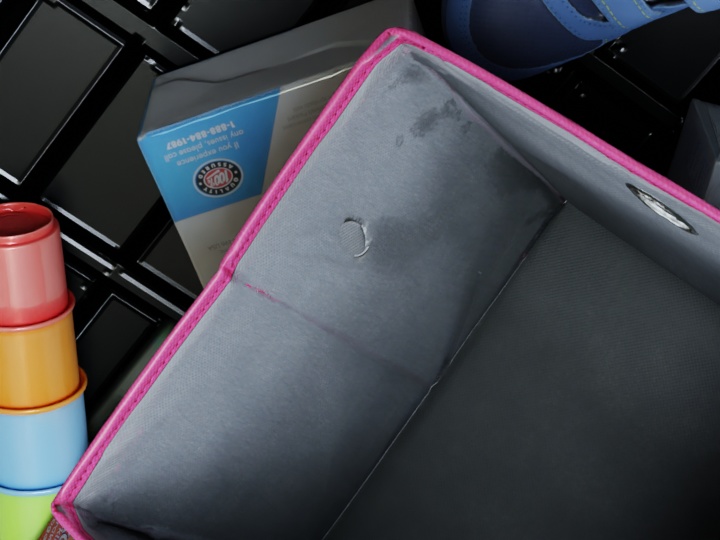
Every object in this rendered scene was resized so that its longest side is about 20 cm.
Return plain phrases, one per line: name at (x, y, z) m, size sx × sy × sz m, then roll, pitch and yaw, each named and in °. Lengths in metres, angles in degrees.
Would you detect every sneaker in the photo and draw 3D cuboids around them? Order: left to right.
sneaker at (0.116, -0.132, 0.772) m, size 0.200 × 0.082 × 0.074 m, roll -32°, pitch 115°, yaw 17°

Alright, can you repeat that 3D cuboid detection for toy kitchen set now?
toy kitchen set at (0.119, 0.138, 0.859) m, size 0.163 × 0.180 × 0.200 m, roll 20°, pitch 83°, yaw 26°

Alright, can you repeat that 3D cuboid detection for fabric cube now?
fabric cube at (0.061, 0.072, 0.689) m, size 0.196 × 0.199 × 0.200 m, roll 36°, pitch 92°, yaw 28°

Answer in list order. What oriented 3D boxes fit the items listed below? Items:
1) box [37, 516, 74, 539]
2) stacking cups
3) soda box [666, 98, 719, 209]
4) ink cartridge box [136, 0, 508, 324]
box at (-0.042, 0.163, 0.887) m, size 0.200 × 0.095 × 0.103 m, roll 29°, pitch 100°, yaw -28°
stacking cups at (-0.145, 0.067, 0.899) m, size 0.060 × 0.061 × 0.200 m, roll -2°, pitch 113°, yaw 1°
soda box at (0.147, 0.034, 0.868) m, size 0.068 × 0.063 × 0.200 m, roll 12°, pitch 117°, yaw -6°
ink cartridge box at (0.000, 0.000, 0.849) m, size 0.116 × 0.067 × 0.200 m, roll -18°, pitch 116°, yaw 8°
